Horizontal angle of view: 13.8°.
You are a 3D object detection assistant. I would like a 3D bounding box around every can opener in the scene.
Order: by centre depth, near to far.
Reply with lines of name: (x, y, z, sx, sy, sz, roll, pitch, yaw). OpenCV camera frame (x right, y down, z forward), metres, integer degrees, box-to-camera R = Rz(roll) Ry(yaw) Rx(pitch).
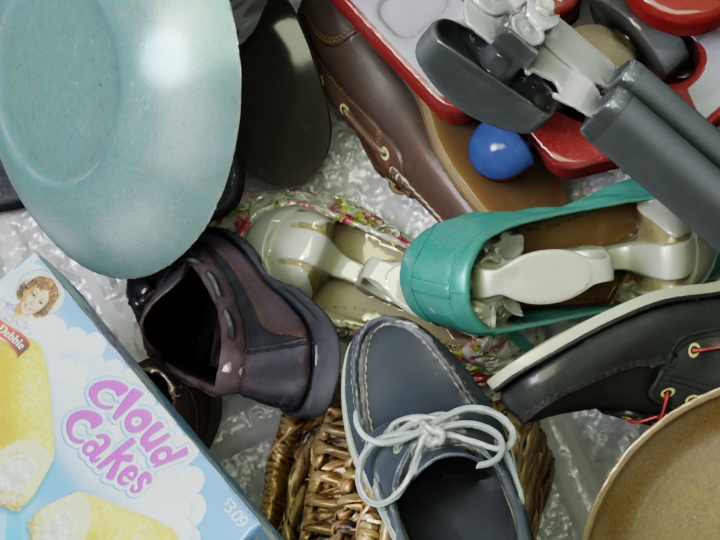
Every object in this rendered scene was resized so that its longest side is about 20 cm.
can opener: (0.121, -0.068, 1.409, 0.200, 0.067, 0.053, 36, 40, -4)

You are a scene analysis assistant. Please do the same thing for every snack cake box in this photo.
snack cake box: (-0.133, 0.101, 1.423, 0.115, 0.067, 0.200, -42, 60, -2)

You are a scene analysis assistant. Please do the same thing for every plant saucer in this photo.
plant saucer: (0.199, 0.147, 1.406, 0.199, 0.035, 0.202, 0, 97, 0)
plant saucer: (-0.136, -0.095, 1.461, 0.200, 0.039, 0.203, 7, 99, 47)

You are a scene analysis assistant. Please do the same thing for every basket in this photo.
basket: (-0.002, 0.152, 1.419, 0.148, 0.143, 0.201, 11, 77, 14)

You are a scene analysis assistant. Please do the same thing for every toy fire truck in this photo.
toy fire truck: (0.095, -0.130, 1.476, 0.168, 0.112, 0.200, -40, 77, -7)

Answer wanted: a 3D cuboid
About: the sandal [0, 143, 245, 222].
sandal: (-0.141, -0.060, 1.546, 0.199, 0.043, 0.077, 5, 87, 31)

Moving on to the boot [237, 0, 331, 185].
boot: (-0.072, -0.133, 1.549, 0.073, 0.075, 0.201, -33, 82, 7)

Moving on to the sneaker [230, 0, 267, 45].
sneaker: (-0.061, -0.177, 1.450, 0.200, 0.078, 0.100, -33, 74, 31)

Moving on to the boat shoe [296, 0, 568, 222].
boat shoe: (0.033, -0.074, 1.518, 0.070, 0.070, 0.201, -50, 61, 38)

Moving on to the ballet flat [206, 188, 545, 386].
ballet flat: (0.000, 0.000, 1.501, 0.199, 0.064, 0.076, 17, 80, 16)

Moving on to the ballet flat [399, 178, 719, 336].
ballet flat: (0.117, -0.004, 1.434, 0.199, 0.070, 0.068, -11, 108, -24)

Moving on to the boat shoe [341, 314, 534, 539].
boat shoe: (0.037, 0.098, 1.322, 0.074, 0.062, 0.201, -15, 59, -1)

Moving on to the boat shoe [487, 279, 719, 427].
boat shoe: (0.148, 0.043, 1.408, 0.201, 0.074, 0.063, -13, 77, -38)

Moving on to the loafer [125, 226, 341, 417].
loafer: (-0.078, 0.022, 1.452, 0.063, 0.200, 0.072, 1, 103, -28)

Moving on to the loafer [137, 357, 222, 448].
loafer: (-0.137, 0.129, 1.490, 0.073, 0.071, 0.201, 18, 80, 16)
